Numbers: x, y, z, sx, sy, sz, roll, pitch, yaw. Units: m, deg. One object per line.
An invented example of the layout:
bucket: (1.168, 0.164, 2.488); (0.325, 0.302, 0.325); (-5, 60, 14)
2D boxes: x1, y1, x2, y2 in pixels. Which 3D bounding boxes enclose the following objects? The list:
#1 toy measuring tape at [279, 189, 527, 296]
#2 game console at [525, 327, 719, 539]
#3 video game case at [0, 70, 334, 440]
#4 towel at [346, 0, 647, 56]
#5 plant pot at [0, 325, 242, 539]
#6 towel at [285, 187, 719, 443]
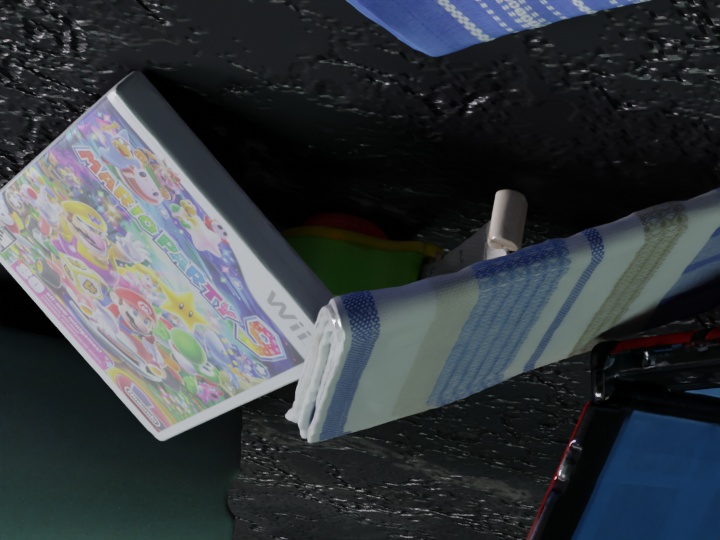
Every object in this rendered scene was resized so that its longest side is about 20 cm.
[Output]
toy measuring tape: (0.000, 0.000, 0.833); (0.073, 0.074, 0.200); (18, 158, -16)
game console: (0.185, 0.096, 0.848); (0.172, 0.120, 0.199); (-10, 165, 43)
video game case: (-0.093, 0.002, 0.861); (0.143, 0.018, 0.200); (50, 149, -8)
towel: (0.053, -0.114, 0.579); (0.199, 0.024, 0.144); (-8, 152, 41)
plant pot: (-0.174, 0.121, 1.077); (0.194, 0.202, 0.200); (9, 160, -12)
towel: (0.069, 0.012, 0.764); (0.199, 0.024, 0.147); (-18, 163, -13)
